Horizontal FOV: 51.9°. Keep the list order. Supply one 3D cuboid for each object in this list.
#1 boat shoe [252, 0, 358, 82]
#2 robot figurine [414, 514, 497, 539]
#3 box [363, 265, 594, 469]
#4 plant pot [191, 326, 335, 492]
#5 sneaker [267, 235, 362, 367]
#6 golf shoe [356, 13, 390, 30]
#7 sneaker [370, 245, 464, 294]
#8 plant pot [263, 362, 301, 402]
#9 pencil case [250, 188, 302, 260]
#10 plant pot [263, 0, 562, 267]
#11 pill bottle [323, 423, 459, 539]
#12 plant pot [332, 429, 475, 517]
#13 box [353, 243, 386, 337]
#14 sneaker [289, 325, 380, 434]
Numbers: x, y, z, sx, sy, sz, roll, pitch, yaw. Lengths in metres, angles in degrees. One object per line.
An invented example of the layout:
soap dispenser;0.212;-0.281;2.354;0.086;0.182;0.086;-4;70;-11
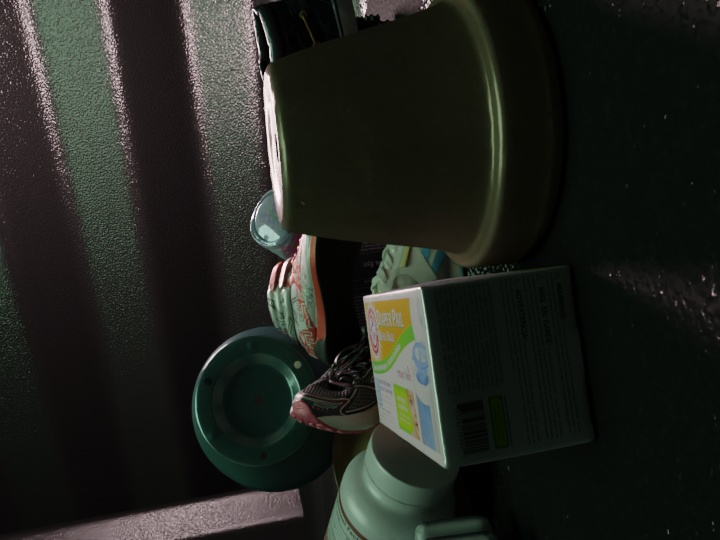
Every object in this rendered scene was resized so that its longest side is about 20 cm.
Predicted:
boat shoe;-0.040;-0.157;0.697;0.071;0.089;0.204;-145;39;-64
robot figurine;0.088;0.308;0.596;0.170;0.110;0.205;-7;-90;-85
box;0.073;0.063;0.545;0.200;0.099;0.115;157;105;-79
plant pot;-0.109;0.155;0.852;0.188;0.196;0.204;86;174;-77
sneaker;-0.053;-0.008;0.755;0.107;0.067;0.205;24;124;43
golf shoe;0.012;-0.194;0.775;0.096;0.076;0.202;93;166;-46
sneaker;0.049;-0.007;0.689;0.077;0.079;0.204;119;144;-75
plant pot;-0.047;0.126;1.078;0.200;0.196;0.188;151;123;-79
pencil case;-0.071;-0.045;1.061;0.199;0.082;0.092;35;-100;-54
plant pot;0.022;-0.095;0.526;0.200;0.171;0.205;173;90;-81
pill bottle;0.026;0.242;0.705;0.113;0.110;0.203;-112;32;-53
plant pot;0.046;0.229;0.781;0.198;0.027;0.204;18;115;42
box;0.000;0.000;0.896;0.200;0.102;0.186;-172;74;-79
sneaker;0.006;0.095;0.719;0.080;0.199;0.076;12;113;37
